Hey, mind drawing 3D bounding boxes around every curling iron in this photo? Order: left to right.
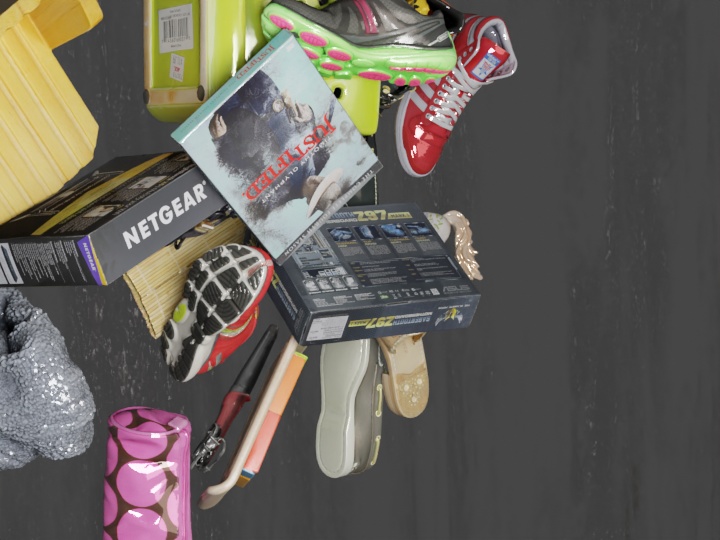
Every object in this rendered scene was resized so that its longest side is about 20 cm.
[{"bbox_3d":[-0.127,0.134,1.693,0.026,0.050,0.200,38,49,-11],"label":"curling iron"}]

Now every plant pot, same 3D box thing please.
[{"bbox_3d":[-0.107,-0.234,1.600,0.181,0.200,0.199,-3,96,-33],"label":"plant pot"}]

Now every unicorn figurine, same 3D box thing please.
[{"bbox_3d":[0.033,-0.032,1.807,0.200,0.074,0.138,-3,88,-23],"label":"unicorn figurine"}]

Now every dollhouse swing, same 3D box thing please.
[{"bbox_3d":[-0.307,-0.142,1.461,0.200,0.182,0.176,-47,111,-28],"label":"dollhouse swing"}]

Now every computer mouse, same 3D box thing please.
[{"bbox_3d":[-0.109,-0.084,1.643,0.200,0.110,0.044,-29,92,-32],"label":"computer mouse"}]

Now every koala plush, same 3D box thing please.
[{"bbox_3d":[-0.356,0.133,1.445,0.200,0.184,0.178,-26,110,-24],"label":"koala plush"}]

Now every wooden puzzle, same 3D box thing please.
[{"bbox_3d":[-0.102,0.156,1.656,0.037,0.185,0.200,29,74,-2],"label":"wooden puzzle"}]

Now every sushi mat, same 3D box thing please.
[{"bbox_3d":[-0.160,-0.018,1.688,0.200,0.012,0.096,-36,116,-33],"label":"sushi mat"}]

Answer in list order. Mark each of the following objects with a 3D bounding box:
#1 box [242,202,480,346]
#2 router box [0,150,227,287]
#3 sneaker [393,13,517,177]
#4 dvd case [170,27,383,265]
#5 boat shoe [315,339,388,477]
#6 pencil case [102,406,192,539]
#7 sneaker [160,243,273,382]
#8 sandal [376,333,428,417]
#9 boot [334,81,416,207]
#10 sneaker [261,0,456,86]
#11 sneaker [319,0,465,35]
[{"bbox_3d":[0.000,0.000,1.642,0.200,0.158,0.051,-5,133,-29],"label":"box"},{"bbox_3d":[-0.233,-0.051,1.505,0.200,0.157,0.052,-38,118,-44],"label":"router box"},{"bbox_3d":[0.110,-0.203,1.839,0.071,0.112,0.200,21,80,-40],"label":"sneaker"},{"bbox_3d":[-0.074,-0.112,1.510,0.146,0.022,0.200,-44,138,-7],"label":"dvd case"},{"bbox_3d":[-0.004,0.131,1.801,0.060,0.072,0.202,0,100,-41],"label":"boat shoe"},{"bbox_3d":[-0.209,0.239,1.617,0.091,0.094,0.200,-13,104,-58],"label":"pencil case"},{"bbox_3d":[-0.134,0.035,1.622,0.085,0.200,0.077,-14,65,-41],"label":"sneaker"},{"bbox_3d":[0.054,0.066,1.746,0.078,0.070,0.212,-30,117,-37],"label":"sandal"},{"bbox_3d":[0.004,-0.158,1.695,0.073,0.154,0.204,-5,78,-33],"label":"boot"},{"bbox_3d":[-0.004,-0.228,1.519,0.200,0.077,0.084,8,69,-28],"label":"sneaker"},{"bbox_3d":[0.029,-0.296,1.774,0.200,0.090,0.070,9,88,-41],"label":"sneaker"}]
